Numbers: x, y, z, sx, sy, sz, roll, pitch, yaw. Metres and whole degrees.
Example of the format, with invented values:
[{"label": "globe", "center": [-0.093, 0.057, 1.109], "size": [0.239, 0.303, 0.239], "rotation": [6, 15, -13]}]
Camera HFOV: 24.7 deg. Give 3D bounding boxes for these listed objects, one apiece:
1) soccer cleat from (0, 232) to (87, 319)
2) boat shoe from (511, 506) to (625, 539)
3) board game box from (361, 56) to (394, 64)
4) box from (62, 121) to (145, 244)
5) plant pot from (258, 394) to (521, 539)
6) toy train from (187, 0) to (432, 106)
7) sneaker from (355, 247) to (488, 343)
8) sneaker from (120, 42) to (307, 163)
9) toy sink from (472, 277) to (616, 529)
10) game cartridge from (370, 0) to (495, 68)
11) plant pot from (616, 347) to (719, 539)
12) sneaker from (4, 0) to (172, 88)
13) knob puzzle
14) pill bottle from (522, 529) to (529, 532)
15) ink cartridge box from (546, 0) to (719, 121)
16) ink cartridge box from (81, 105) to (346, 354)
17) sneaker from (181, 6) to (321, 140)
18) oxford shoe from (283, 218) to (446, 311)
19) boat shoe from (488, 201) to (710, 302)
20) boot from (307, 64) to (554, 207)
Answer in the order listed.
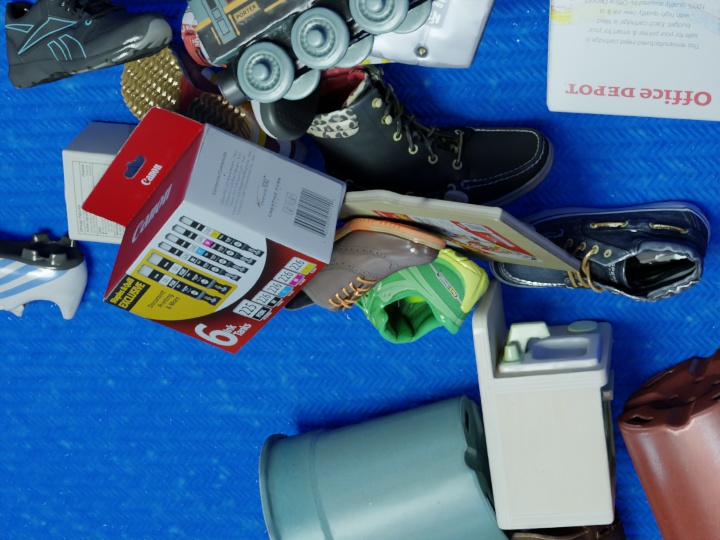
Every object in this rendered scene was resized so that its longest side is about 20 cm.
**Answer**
[{"label": "soccer cleat", "center": [-0.362, 0.002, 1.592], "size": [0.200, 0.070, 0.086], "rotation": [10, 118, 8]}, {"label": "boat shoe", "center": [0.190, 0.245, 1.520], "size": [0.072, 0.200, 0.068], "rotation": [1, 83, 31]}, {"label": "board game box", "center": [0.007, -0.279, 1.336], "size": [0.103, 0.105, 0.200], "rotation": [-3, 117, 14]}, {"label": "box", "center": [-0.164, -0.074, 1.499], "size": [0.200, 0.078, 0.095], "rotation": [7, 119, 10]}, {"label": "plant pot", "center": [0.035, 0.217, 1.545], "size": [0.196, 0.200, 0.200], "rotation": [-22, 110, 15]}, {"label": "toy train", "center": [-0.036, -0.205, 1.236], "size": [0.200, 0.085, 0.114], "rotation": [-29, 88, 22]}, {"label": "sneaker", "center": [0.021, 0.019, 1.467], "size": [0.200, 0.084, 0.074], "rotation": [1, 150, 47]}, {"label": "sneaker", "center": [-0.131, -0.139, 1.441], "size": [0.200, 0.090, 0.075], "rotation": [42, 108, 38]}, {"label": "toy sink", "center": [0.172, 0.112, 1.473], "size": [0.112, 0.130, 0.200], "rotation": [-5, 106, 11]}, {"label": "game cartridge", "center": [0.009, -0.237, 1.279], "size": [0.200, 0.042, 0.133], "rotation": [20, 123, 1]}, {"label": "plant pot", "center": [0.334, 0.184, 1.454], "size": [0.201, 0.201, 0.195], "rotation": [-24, 101, 24]}, {"label": "sneaker", "center": [-0.247, -0.209, 1.433], "size": [0.200, 0.075, 0.079], "rotation": [-5, 101, 39]}, {"label": "knob puzzle", "center": [0.066, -0.045, 1.383], "size": [0.219, 0.220, 0.031], "rotation": [12, 83, 8]}, {"label": "pill bottle", "center": [0.098, 0.331, 1.623], "size": [0.200, 0.111, 0.111], "rotation": [-31, 106, 25]}, {"label": "ink cartridge box", "center": [0.226, -0.235, 1.281], "size": [0.145, 0.145, 0.200], "rotation": [5, 117, 10]}, {"label": "ink cartridge box", "center": [-0.137, -0.030, 1.379], "size": [0.175, 0.084, 0.200], "rotation": [23, 146, -17]}, {"label": "sneaker", "center": [-0.095, -0.178, 1.375], "size": [0.108, 0.202, 0.067], "rotation": [-19, 144, 28]}, {"label": "oxford shoe", "center": [0.000, 0.000, 1.407], "size": [0.071, 0.073, 0.200], "rotation": [18, 165, -34]}, {"label": "boat shoe", "center": [0.203, -0.011, 1.433], "size": [0.200, 0.091, 0.071], "rotation": [-10, 114, 19]}, {"label": "boot", "center": [0.049, -0.114, 1.395], "size": [0.203, 0.074, 0.154], "rotation": [-8, 145, 21]}]
